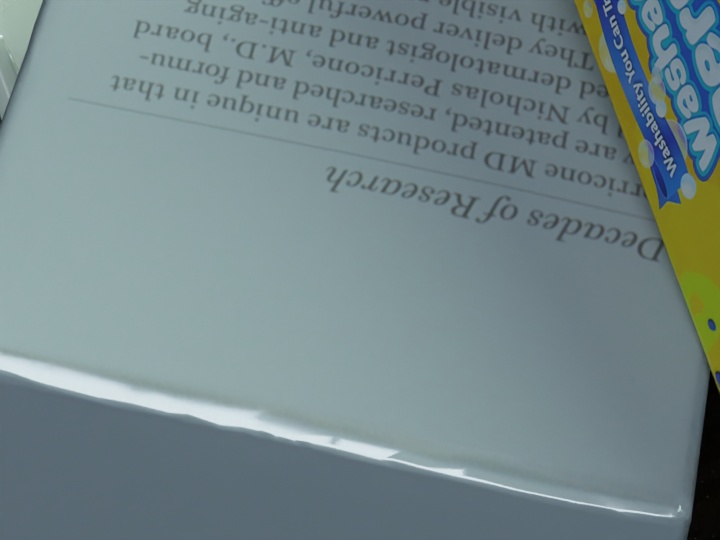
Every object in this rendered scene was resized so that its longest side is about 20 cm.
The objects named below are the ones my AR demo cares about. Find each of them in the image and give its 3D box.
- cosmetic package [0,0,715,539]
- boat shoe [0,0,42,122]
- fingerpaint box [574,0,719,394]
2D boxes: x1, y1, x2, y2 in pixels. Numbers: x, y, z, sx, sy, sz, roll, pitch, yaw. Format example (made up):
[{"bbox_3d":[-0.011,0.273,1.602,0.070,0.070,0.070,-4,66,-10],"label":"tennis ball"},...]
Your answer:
[{"bbox_3d":[0.000,0.000,0.710,0.166,0.168,0.201,11,56,2],"label":"cosmetic package"},{"bbox_3d":[-0.105,-0.056,0.845,0.060,0.072,0.202,-27,100,43],"label":"boat shoe"},{"bbox_3d":[0.128,-0.046,0.567,0.073,0.167,0.201,-7,70,-34],"label":"fingerpaint box"}]
